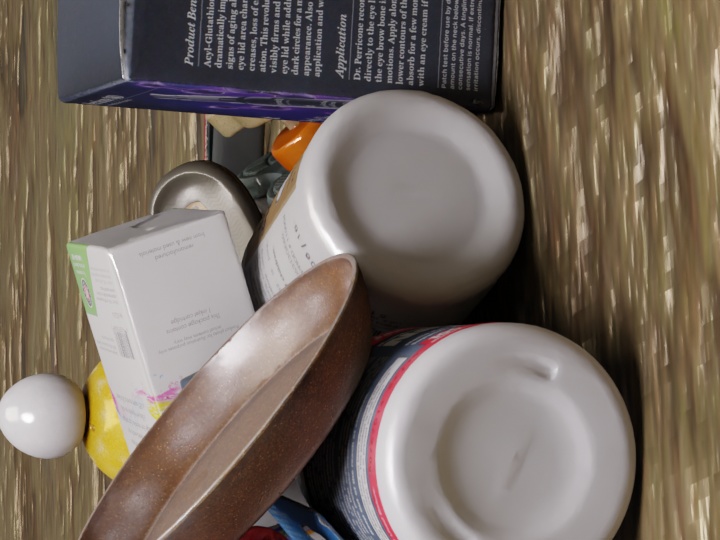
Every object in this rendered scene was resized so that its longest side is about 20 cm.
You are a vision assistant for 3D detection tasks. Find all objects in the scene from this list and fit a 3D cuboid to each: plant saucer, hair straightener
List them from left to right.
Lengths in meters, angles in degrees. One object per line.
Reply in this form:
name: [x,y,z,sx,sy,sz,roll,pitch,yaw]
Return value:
hair straightener: [-0.082,-0.039,1.883,0.077,0.041,0.202,-136,50,-67]
plant saucer: [-0.058,0.078,1.349,0.200,0.034,0.200,-46,11,12]

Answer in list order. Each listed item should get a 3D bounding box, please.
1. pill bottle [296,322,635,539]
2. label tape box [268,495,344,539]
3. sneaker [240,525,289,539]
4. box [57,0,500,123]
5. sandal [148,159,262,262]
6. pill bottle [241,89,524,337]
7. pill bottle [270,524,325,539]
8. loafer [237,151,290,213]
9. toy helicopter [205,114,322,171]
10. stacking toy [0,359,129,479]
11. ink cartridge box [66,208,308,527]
pill bottle: [0.037,0.085,1.355,0.200,0.119,0.121,173,98,-72]
label tape box: [-0.001,0.204,1.388,0.201,0.066,0.143,55,167,-11]
sneaker: [-0.057,0.158,1.341,0.200,0.077,0.085,6,77,67]
box: [-0.044,-0.134,1.504,0.148,0.199,0.105,177,96,-73]
sandal: [-0.058,0.023,1.630,0.201,0.081,0.055,61,-170,13]
pill bottle: [0.000,0.000,1.493,0.200,0.114,0.115,126,142,-61]
pill bottle: [-0.029,0.183,1.570,0.200,0.111,0.113,179,92,-72]
loafer: [-0.017,-0.037,1.662,0.063,0.072,0.200,62,171,-12]
toy helicopter: [-0.044,-0.130,1.686,0.132,0.079,0.200,-50,15,-12]
stacking toy: [-0.113,0.082,1.702,0.146,0.199,0.147,-177,90,-73]
ink cartridge box: [-0.083,0.073,1.512,0.117,0.067,0.201,-171,64,-73]
